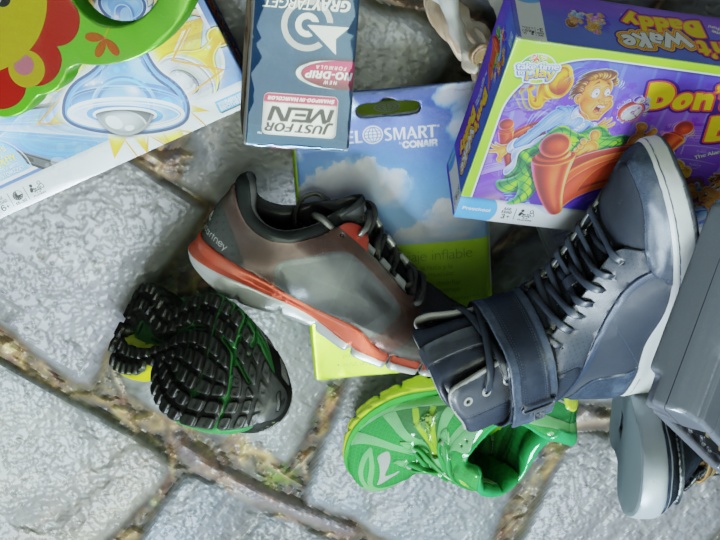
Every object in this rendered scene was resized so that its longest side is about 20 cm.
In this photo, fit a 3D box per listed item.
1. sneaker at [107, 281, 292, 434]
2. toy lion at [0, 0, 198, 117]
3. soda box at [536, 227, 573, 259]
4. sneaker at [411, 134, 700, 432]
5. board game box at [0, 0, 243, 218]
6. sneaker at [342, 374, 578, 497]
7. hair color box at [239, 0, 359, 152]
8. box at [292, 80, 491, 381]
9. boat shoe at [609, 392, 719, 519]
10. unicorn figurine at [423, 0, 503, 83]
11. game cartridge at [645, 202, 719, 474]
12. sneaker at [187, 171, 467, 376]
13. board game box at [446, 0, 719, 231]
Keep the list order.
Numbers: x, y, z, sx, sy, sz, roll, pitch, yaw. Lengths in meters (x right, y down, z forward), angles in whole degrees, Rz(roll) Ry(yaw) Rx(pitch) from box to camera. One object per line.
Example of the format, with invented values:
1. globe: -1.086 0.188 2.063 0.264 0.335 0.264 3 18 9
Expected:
1. sneaker: -0.083 0.055 1.034 0.085 0.200 0.078 23 91 -26
2. toy lion: -0.187 -0.170 0.940 0.199 0.069 0.192 16 105 2
3. soda box: 0.199 -0.072 1.049 0.200 0.068 0.064 -23 119 8
4. sneaker: 0.106 0.015 0.946 0.146 0.077 0.203 -10 139 -12
5. board game box: -0.180 -0.123 1.013 0.200 0.034 0.136 -24 117 8
6. sneaker: 0.060 0.110 1.095 0.074 0.084 0.200 15 148 -39
7. hair color box: -0.032 -0.172 0.937 0.060 0.100 0.201 3 101 -5
8. box: 0.021 -0.030 1.069 0.122 0.048 0.201 -5 117 -2
9. boat shoe: 0.209 0.106 1.067 0.091 0.200 0.071 5 102 5
10. unicorn figurine: 0.068 -0.207 0.949 0.074 0.138 0.200 3 133 -29
11. game cartridge: 0.219 0.041 0.954 0.040 0.200 0.134 13 78 28
12. sneaker: 0.000 0.000 1.017 0.200 0.077 0.082 21 108 -14
13. board game box: 0.162 -0.081 0.953 0.199 0.045 0.135 6 136 -10
